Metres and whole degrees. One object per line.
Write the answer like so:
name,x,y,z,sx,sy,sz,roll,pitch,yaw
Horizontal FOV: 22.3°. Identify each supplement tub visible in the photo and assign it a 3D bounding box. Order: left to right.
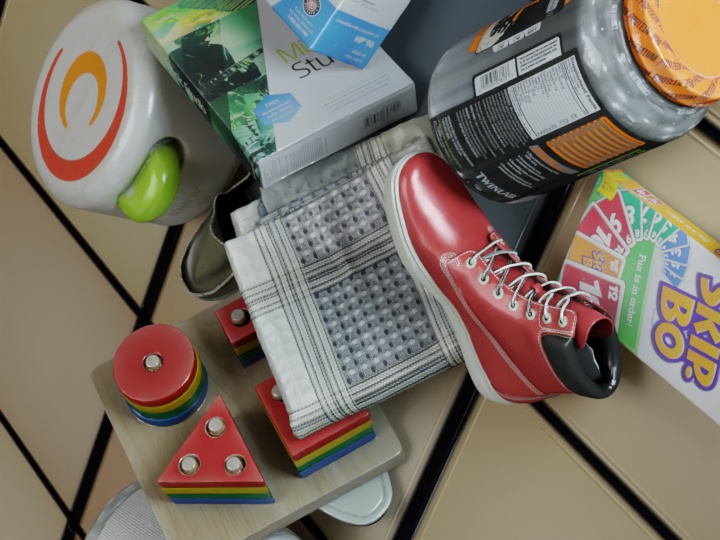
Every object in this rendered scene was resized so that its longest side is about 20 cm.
supplement tub,0.149,-0.127,1.211,0.200,0.122,0.123,-22,75,48

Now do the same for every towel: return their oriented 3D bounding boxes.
towel,0.000,0.000,1.397,0.192,0.035,0.201,-26,68,16

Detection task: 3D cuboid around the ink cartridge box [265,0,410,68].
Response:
ink cartridge box,0.008,-0.271,1.396,0.200,0.068,0.116,-54,52,19

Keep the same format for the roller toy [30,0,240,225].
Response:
roller toy,-0.187,-0.138,1.600,0.182,0.139,0.201,4,84,48

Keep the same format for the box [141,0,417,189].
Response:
box,-0.067,-0.164,1.456,0.200,0.144,0.036,49,159,37

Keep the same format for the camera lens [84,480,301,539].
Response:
camera lens,-0.130,0.269,1.533,0.200,0.159,0.161,22,109,47

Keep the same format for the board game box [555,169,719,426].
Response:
board game box,0.214,0.022,1.216,0.200,0.030,0.096,41,122,38

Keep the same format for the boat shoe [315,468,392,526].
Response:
boat shoe,-0.046,0.144,1.507,0.200,0.075,0.060,45,163,29

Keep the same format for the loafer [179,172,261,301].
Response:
loafer,-0.107,-0.041,1.561,0.200,0.069,0.076,-46,58,41

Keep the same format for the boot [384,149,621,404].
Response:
boot,0.104,0.000,1.257,0.144,0.072,0.201,-9,113,60

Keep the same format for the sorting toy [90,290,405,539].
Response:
sorting toy,-0.098,0.105,1.461,0.200,0.198,0.070,59,173,29
